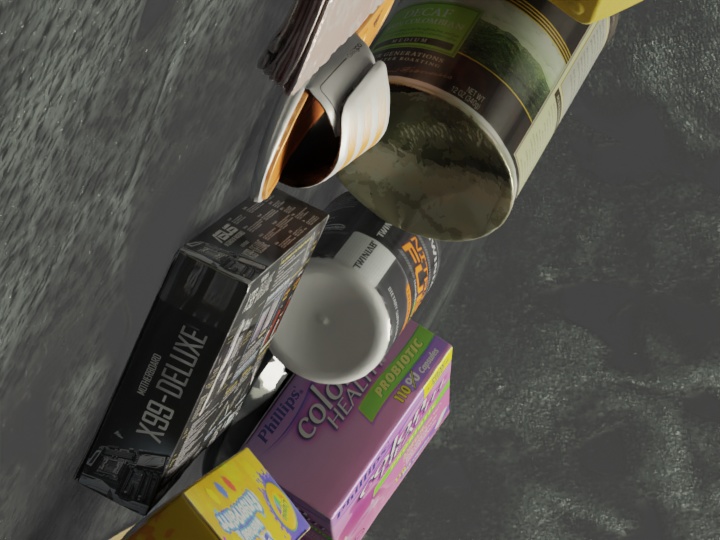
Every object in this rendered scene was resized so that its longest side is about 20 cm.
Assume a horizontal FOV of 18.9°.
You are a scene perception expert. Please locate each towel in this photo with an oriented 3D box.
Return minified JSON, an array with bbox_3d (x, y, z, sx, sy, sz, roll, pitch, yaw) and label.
[{"bbox_3d":[0.015,-0.212,1.193,0.191,0.032,0.200,-65,173,34],"label":"towel"}]

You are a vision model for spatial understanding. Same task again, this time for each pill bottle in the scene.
[{"bbox_3d":[0.000,0.000,1.676,0.106,0.106,0.200,-66,174,29],"label":"pill bottle"}]

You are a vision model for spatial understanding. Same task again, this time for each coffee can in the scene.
[{"bbox_3d":[0.080,-0.140,1.531,0.200,0.146,0.146,-59,173,-36],"label":"coffee can"}]

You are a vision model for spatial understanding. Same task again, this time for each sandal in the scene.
[{"bbox_3d":[-0.004,-0.113,1.340,0.207,0.059,0.079,-58,172,-42],"label":"sandal"}]

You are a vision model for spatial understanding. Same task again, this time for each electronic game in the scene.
[{"bbox_3d":[-0.071,0.099,1.816,0.200,0.042,0.200,-53,167,-18],"label":"electronic game"}]

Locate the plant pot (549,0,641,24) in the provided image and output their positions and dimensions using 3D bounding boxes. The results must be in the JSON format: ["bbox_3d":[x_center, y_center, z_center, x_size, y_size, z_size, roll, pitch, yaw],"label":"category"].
[{"bbox_3d":[0.164,-0.288,1.456,0.176,0.200,0.200,-48,169,-25],"label":"plant pot"}]

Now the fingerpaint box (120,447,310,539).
[{"bbox_3d":[-0.128,0.195,1.319,0.167,0.073,0.200,-39,177,8],"label":"fingerpaint box"}]

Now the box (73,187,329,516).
[{"bbox_3d":[-0.092,0.043,1.319,0.158,0.050,0.200,-65,174,18],"label":"box"}]

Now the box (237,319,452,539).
[{"bbox_3d":[-0.010,0.136,1.819,0.176,0.097,0.200,-54,167,-15],"label":"box"}]

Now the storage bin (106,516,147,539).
[{"bbox_3d":[-0.102,0.271,1.528,0.094,0.200,0.199,-62,175,4],"label":"storage bin"}]
